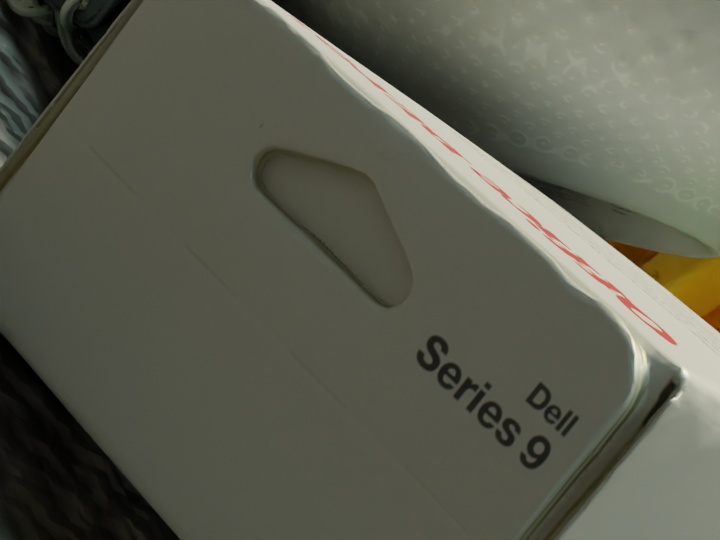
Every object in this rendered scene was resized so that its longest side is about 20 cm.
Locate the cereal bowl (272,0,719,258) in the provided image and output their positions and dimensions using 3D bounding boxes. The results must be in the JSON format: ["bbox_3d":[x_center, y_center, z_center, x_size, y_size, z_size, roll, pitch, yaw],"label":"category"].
[{"bbox_3d":[0.061,-0.056,0.627,0.200,0.199,0.084,27,80,-69],"label":"cereal bowl"}]

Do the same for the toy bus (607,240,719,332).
[{"bbox_3d":[0.134,0.005,0.756,0.200,0.135,0.192,50,25,-17],"label":"toy bus"}]

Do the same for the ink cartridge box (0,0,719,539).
[{"bbox_3d":[0.031,0.034,0.506,0.145,0.088,0.200,43,6,33],"label":"ink cartridge box"}]

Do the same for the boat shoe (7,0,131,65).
[{"bbox_3d":[-0.059,-0.072,0.613,0.073,0.061,0.201,102,-21,-54],"label":"boat shoe"}]
